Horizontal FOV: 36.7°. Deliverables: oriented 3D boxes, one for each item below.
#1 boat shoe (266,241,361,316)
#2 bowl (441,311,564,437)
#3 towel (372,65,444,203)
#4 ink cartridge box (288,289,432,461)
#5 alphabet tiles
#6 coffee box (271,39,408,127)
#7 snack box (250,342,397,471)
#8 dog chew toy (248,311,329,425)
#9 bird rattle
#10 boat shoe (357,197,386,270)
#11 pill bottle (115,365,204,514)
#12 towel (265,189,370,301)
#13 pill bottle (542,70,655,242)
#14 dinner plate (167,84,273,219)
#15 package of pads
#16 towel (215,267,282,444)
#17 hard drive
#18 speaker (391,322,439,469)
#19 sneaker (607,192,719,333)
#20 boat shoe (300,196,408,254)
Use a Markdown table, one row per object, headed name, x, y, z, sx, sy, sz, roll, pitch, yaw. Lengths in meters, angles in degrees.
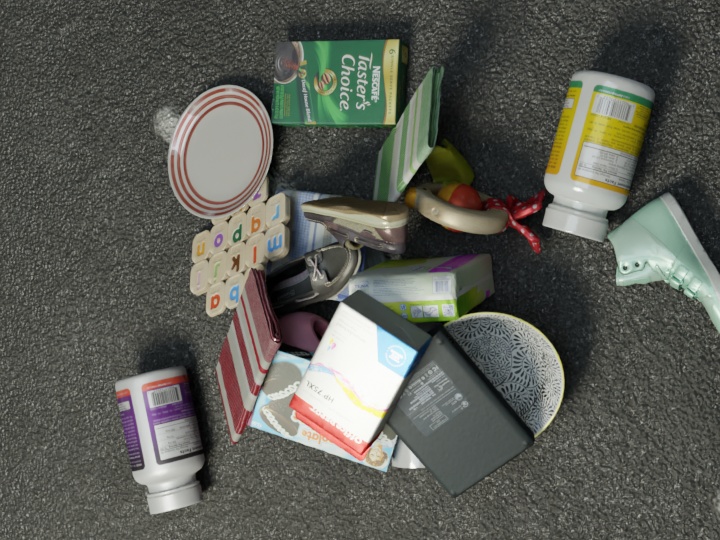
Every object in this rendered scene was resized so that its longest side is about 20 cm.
| name | x | y | z | sx | sy | sz | roll | pitch | yaw |
| --- | --- | --- | --- | --- | --- | --- | --- | --- | --- |
| boat shoe | -0.081 | 0.015 | 1.505 | 0.199 | 0.056 | 0.068 | -29 | 67 | 39 |
| bowl | 0.168 | 0.130 | 1.444 | 0.196 | 0.094 | 0.205 | 2 | 111 | 5 |
| towel | 0.060 | -0.156 | 1.441 | 0.023 | 0.201 | 0.155 | 18 | 52 | -13 |
| ink cartridge box | -0.009 | 0.143 | 1.352 | 0.115 | 0.067 | 0.202 | 31 | 111 | 10 |
| alphabet tiles | -0.177 | -0.037 | 1.584 | 0.198 | 0.015 | 0.199 | -22 | 56 | 35 |
| coffee box | -0.031 | -0.269 | 1.562 | 0.196 | 0.044 | 0.126 | 5 | 91 | 21 |
| snack box | -0.040 | 0.183 | 1.461 | 0.196 | 0.037 | 0.118 | 17 | 105 | 4 |
| dog chew toy | -0.115 | 0.150 | 1.556 | 0.199 | 0.124 | 0.125 | -40 | 77 | 23 |
| bird rattle | 0.145 | -0.078 | 1.442 | 0.199 | 0.162 | 0.114 | 36 | 120 | 26 |
| boat shoe | 0.000 | 0.000 | 1.546 | 0.061 | 0.071 | 0.204 | -16 | 80 | 45 |
| pill bottle | -0.295 | 0.253 | 1.624 | 0.110 | 0.111 | 0.204 | -14 | 84 | 20 |
| towel | -0.063 | -0.036 | 1.547 | 0.198 | 0.024 | 0.150 | 9 | 94 | 44 |
| pill bottle | 0.301 | -0.145 | 1.399 | 0.111 | 0.112 | 0.204 | 16 | 95 | 20 |
| dinner plate | -0.207 | -0.176 | 1.626 | 0.197 | 0.024 | 0.205 | -5 | 81 | 31 |
| package of pads | 0.080 | 0.022 | 1.435 | 0.152 | 0.200 | 0.070 | -4 | 96 | 21 |
| towel | -0.154 | 0.118 | 1.485 | 0.145 | 0.022 | 0.202 | -111 | 35 | -45 |
| hard drive | 0.112 | 0.185 | 1.403 | 0.139 | 0.033 | 0.201 | -37 | 103 | 18 |
| speaker | 0.077 | 0.166 | 1.501 | 0.080 | 0.081 | 0.204 | -3 | 88 | 20 |
| sneaker | 0.393 | 0.015 | 1.382 | 0.117 | 0.074 | 0.203 | -30 | 70 | 11 |
| boat shoe | -0.010 | -0.059 | 1.433 | 0.198 | 0.071 | 0.066 | 10 | 110 | 48 |
